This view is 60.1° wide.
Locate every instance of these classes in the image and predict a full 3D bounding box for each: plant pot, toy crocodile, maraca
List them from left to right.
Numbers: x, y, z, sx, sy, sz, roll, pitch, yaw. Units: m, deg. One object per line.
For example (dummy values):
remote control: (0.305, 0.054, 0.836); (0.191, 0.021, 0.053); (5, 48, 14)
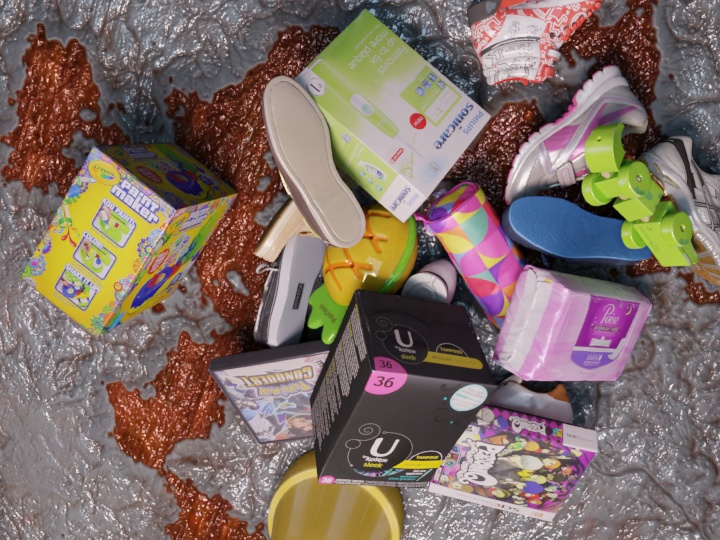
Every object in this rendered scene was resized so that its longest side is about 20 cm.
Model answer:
plant pot: (-0.046, 0.380, 0.861); (0.198, 0.189, 0.203); (2, 103, 10)
maraca: (0.000, 0.000, 0.800); (0.107, 0.137, 0.201); (33, 92, -35)
toy crocodile: (0.315, -0.077, 0.698); (0.200, 0.067, 0.062); (43, 69, -17)

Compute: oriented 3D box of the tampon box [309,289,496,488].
tampon box: (0.039, 0.145, 0.739); (0.148, 0.127, 0.201); (9, 128, -19)

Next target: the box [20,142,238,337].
box: (-0.287, -0.051, 0.803); (0.122, 0.200, 0.193); (37, 106, 0)

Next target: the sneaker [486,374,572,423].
sneaker: (0.186, 0.185, 0.853); (0.198, 0.073, 0.086); (-3, 68, 18)

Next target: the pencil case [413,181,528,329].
pencil case: (0.154, -0.016, 0.772); (0.088, 0.089, 0.201); (-33, 111, 15)

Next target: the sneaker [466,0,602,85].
sneaker: (0.233, -0.286, 0.734); (0.199, 0.067, 0.109); (-14, 100, 16)

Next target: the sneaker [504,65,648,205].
sneaker: (0.257, -0.141, 0.740); (0.200, 0.081, 0.088); (-47, 68, 16)

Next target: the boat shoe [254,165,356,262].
boat shoe: (-0.053, -0.080, 0.784); (0.069, 0.074, 0.201); (42, 67, -13)

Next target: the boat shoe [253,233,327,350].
boat shoe: (-0.100, 0.008, 0.852); (0.068, 0.073, 0.202); (15, 95, 35)

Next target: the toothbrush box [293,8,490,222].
toothbrush box: (0.030, -0.184, 0.747); (0.200, 0.086, 0.146); (41, 68, -2)

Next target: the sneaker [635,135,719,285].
sneaker: (0.410, -0.072, 0.745); (0.088, 0.076, 0.200); (-41, 104, -6)

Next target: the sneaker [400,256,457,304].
sneaker: (0.072, 0.070, 0.836); (0.076, 0.081, 0.201); (36, 126, 6)

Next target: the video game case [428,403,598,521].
video game case: (0.191, 0.254, 0.822); (0.179, 0.036, 0.201); (12, 135, 6)

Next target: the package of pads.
package of pads: (0.255, 0.067, 0.747); (0.198, 0.076, 0.122); (8, 108, -38)

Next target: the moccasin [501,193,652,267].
moccasin: (0.255, -0.034, 0.754); (0.198, 0.068, 0.081); (15, 76, -14)

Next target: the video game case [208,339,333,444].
video game case: (-0.082, 0.172, 0.861); (0.198, 0.026, 0.182); (-11, 131, 11)

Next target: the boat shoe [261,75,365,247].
boat shoe: (-0.061, -0.117, 0.705); (0.072, 0.059, 0.201); (-36, 111, -24)
